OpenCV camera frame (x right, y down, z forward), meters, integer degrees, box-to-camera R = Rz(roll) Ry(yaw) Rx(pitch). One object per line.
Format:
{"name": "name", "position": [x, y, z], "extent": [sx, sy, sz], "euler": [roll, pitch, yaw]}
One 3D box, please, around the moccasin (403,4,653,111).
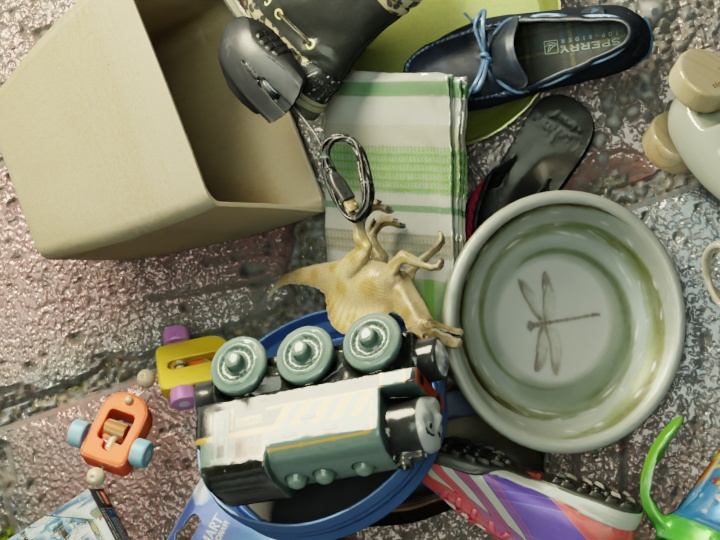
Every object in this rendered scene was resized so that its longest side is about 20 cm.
{"name": "moccasin", "position": [0.123, -0.174, 1.597], "extent": [0.199, 0.068, 0.081], "euler": [-16, 85, 16]}

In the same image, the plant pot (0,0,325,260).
{"name": "plant pot", "position": [-0.174, -0.103, 1.642], "extent": [0.176, 0.200, 0.201], "euler": [-27, 79, 23]}

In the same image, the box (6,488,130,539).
{"name": "box", "position": [-0.267, 0.288, 1.700], "extent": [0.199, 0.040, 0.137], "euler": [-32, 78, 9]}

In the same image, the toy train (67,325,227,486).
{"name": "toy train", "position": [-0.124, 0.127, 1.656], "extent": [0.199, 0.056, 0.151], "euler": [12, 63, 15]}

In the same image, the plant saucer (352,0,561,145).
{"name": "plant saucer", "position": [0.066, -0.196, 1.666], "extent": [0.199, 0.031, 0.201], "euler": [-1, 86, 14]}

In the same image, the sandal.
{"name": "sandal", "position": [0.118, -0.050, 1.634], "extent": [0.075, 0.045, 0.201], "euler": [28, 92, 14]}

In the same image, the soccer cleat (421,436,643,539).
{"name": "soccer cleat", "position": [0.109, 0.177, 1.552], "extent": [0.199, 0.068, 0.074], "euler": [17, 99, 10]}

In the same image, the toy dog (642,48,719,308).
{"name": "toy dog", "position": [0.301, -0.078, 1.571], "extent": [0.096, 0.132, 0.201], "euler": [-21, 84, -28]}

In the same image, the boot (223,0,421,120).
{"name": "boot", "position": [-0.032, -0.239, 1.634], "extent": [0.154, 0.073, 0.204], "euler": [-41, 56, 27]}

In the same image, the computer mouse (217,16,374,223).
{"name": "computer mouse", "position": [-0.052, -0.117, 1.571], "extent": [0.059, 0.034, 0.200], "euler": [-48, 64, 22]}

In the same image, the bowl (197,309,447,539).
{"name": "bowl", "position": [-0.026, 0.118, 1.559], "extent": [0.200, 0.039, 0.201], "euler": [-16, 46, 17]}

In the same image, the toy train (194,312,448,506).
{"name": "toy train", "position": [-0.030, 0.103, 1.493], "extent": [0.199, 0.085, 0.115], "euler": [-11, 59, 18]}

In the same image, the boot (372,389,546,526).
{"name": "boot", "position": [0.046, 0.147, 1.629], "extent": [0.199, 0.075, 0.098], "euler": [-6, 74, 3]}

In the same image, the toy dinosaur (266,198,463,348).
{"name": "toy dinosaur", "position": [0.000, 0.000, 1.566], "extent": [0.199, 0.058, 0.102], "euler": [18, 78, 41]}

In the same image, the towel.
{"name": "towel", "position": [0.029, -0.056, 1.623], "extent": [0.149, 0.031, 0.201], "euler": [7, 101, 46]}

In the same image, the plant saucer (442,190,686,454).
{"name": "plant saucer", "position": [0.152, 0.039, 1.593], "extent": [0.199, 0.050, 0.202], "euler": [0, 89, -16]}

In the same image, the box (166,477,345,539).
{"name": "box", "position": [-0.063, 0.257, 1.650], "extent": [0.199, 0.048, 0.122], "euler": [30, 92, 14]}

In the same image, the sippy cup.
{"name": "sippy cup", "position": [0.308, 0.174, 1.534], "extent": [0.139, 0.178, 0.131], "euler": [19, 77, 55]}
